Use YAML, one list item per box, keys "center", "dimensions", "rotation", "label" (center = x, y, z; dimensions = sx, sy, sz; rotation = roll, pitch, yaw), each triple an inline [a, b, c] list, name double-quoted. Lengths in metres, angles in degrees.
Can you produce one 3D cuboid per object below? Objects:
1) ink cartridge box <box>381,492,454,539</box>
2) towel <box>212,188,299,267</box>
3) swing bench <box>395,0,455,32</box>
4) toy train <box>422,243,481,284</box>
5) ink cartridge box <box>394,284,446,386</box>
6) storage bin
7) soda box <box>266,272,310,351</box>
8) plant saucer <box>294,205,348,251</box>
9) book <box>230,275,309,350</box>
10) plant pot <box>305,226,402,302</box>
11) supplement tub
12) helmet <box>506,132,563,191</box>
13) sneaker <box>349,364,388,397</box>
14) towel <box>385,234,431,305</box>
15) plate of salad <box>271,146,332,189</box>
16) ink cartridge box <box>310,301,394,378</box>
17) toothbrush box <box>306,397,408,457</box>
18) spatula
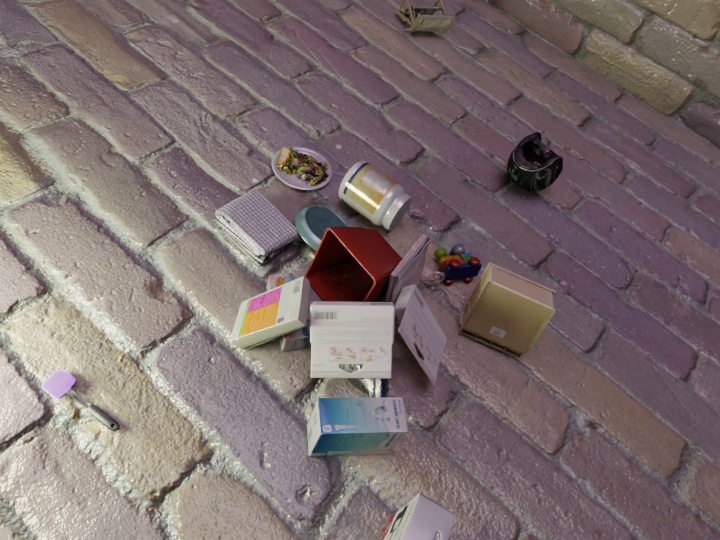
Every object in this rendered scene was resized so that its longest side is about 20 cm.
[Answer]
- center: [0.095, 0.547, 1.078]
  dimensions: [0.082, 0.201, 0.146]
  rotation: [28, 50, 5]
  label: "ink cartridge box"
- center: [-0.291, -0.119, 1.542]
  dimensions: [0.200, 0.086, 0.165]
  rotation: [42, 45, 9]
  label: "towel"
- center: [0.298, -1.182, 2.529]
  dimensions: [0.197, 0.130, 0.201]
  rotation: [-9, 62, -24]
  label: "swing bench"
- center: [0.255, -0.023, 1.653]
  dimensions: [0.198, 0.085, 0.116]
  rotation: [-6, 45, -22]
  label: "toy train"
- center: [0.148, 0.167, 1.402]
  dimensions: [0.201, 0.044, 0.177]
  rotation: [57, 36, -25]
  label: "ink cartridge box"
- center: [0.403, 0.116, 1.518]
  dimensions: [0.198, 0.200, 0.094]
  rotation: [23, 33, 0]
  label: "storage bin"
- center: [-0.190, 0.105, 1.416]
  dimensions: [0.068, 0.064, 0.201]
  rotation: [-6, 56, -22]
  label: "soda box"
- center: [-0.098, -0.121, 1.602]
  dimensions: [0.199, 0.027, 0.201]
  rotation: [24, 39, -21]
  label: "plant saucer"
- center: [-0.218, 0.102, 1.338]
  dimensions: [0.048, 0.199, 0.134]
  rotation: [47, 32, -39]
  label: "book"
- center: [0.000, 0.000, 1.487]
  dimensions: [0.175, 0.201, 0.200]
  rotation: [-21, 62, -43]
  label: "plant pot"
- center: [0.046, -0.230, 1.698]
  dimensions: [0.199, 0.145, 0.144]
  rotation: [37, 51, 11]
  label: "supplement tub"
- center: [0.630, -0.380, 1.976]
  dimensions: [0.198, 0.191, 0.202]
  rotation: [-5, 70, 15]
  label: "helmet"
- center: [0.019, 0.250, 1.373]
  dimensions: [0.084, 0.077, 0.202]
  rotation: [-12, 68, 14]
  label: "sneaker"
- center: [0.128, 0.024, 1.500]
  dimensions: [0.032, 0.192, 0.200]
  rotation: [26, 49, 18]
  label: "towel"
- center: [-0.187, -0.341, 1.770]
  dimensions: [0.198, 0.048, 0.201]
  rotation: [9, 51, -11]
  label: "plate of salad"
- center: [-0.021, 0.166, 1.311]
  dimensions: [0.198, 0.178, 0.045]
  rotation: [1, 11, -3]
  label: "ink cartridge box"
- center: [-0.011, 0.353, 1.229]
  dimensions: [0.198, 0.147, 0.086]
  rotation: [3, 53, -15]
  label: "toothbrush box"
- center: [-0.594, 0.282, 1.173]
  dimensions: [0.199, 0.021, 0.057]
  rotation: [34, 63, 6]
  label: "spatula"
